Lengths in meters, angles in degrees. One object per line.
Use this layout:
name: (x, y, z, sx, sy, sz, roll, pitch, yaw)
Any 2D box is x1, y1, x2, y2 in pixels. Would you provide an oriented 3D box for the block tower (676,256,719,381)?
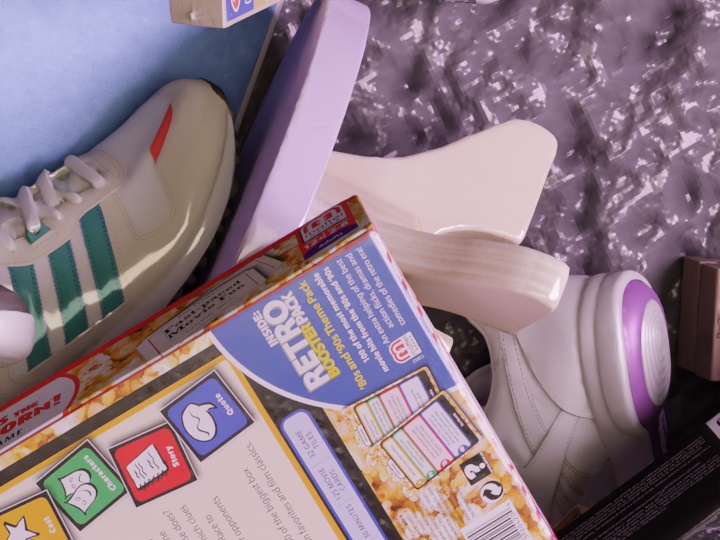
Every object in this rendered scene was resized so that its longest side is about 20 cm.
block tower: (0.251, 0.026, 0.956, 0.198, 0.054, 0.058, 0, 100, -18)

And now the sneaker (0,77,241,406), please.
sneaker: (-0.129, -0.003, 0.789, 0.093, 0.070, 0.200, 37, 87, -32)

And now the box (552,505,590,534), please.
box: (0.123, 0.200, 0.916, 0.199, 0.021, 0.164, 27, 117, -27)

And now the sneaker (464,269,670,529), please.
sneaker: (0.094, 0.086, 0.914, 0.099, 0.075, 0.201, 3, 119, 22)

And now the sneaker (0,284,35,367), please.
sneaker: (-0.205, -0.023, 0.731, 0.199, 0.077, 0.082, 18, 80, 8)

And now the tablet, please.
tablet: (-0.106, -0.079, 0.831, 0.129, 0.014, 0.201, 18, 93, -30)

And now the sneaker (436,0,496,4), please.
sneaker: (0.047, -0.212, 0.841, 0.080, 0.076, 0.202, -12, 101, -7)

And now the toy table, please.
toy table: (0.000, 0.000, 0.811, 0.116, 0.184, 0.201, 25, 82, -10)

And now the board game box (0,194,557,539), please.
board game box: (-0.047, 0.090, 0.720, 0.199, 0.046, 0.152, -30, 108, 1)

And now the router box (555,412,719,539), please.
router box: (0.158, 0.140, 0.836, 0.199, 0.051, 0.149, -36, 121, 1)

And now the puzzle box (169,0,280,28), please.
puzzle box: (-0.035, -0.205, 0.772, 0.133, 0.025, 0.202, -38, 132, -56)
